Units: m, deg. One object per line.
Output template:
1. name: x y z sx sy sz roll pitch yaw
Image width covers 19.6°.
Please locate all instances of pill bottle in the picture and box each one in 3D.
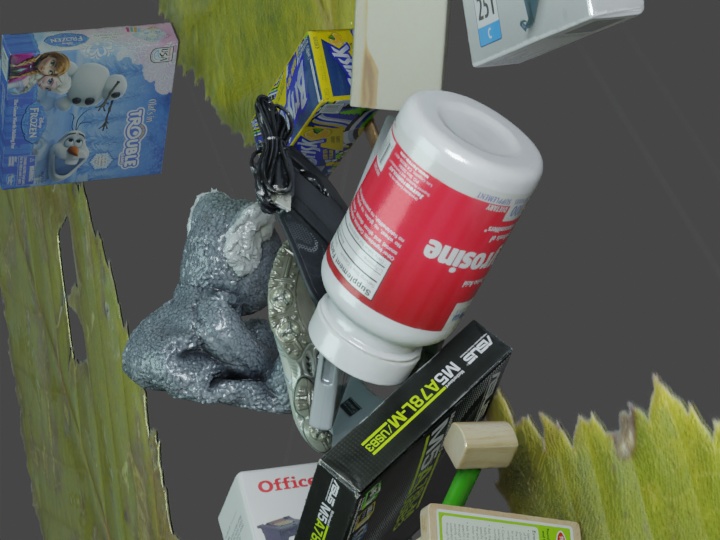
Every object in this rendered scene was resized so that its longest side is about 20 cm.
1. pill bottle: 0.041 -0.020 1.506 0.201 0.112 0.112 -62 35 26

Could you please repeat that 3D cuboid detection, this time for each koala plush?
1. koala plush: -0.132 0.022 2.029 0.177 0.182 0.202 -155 73 -68

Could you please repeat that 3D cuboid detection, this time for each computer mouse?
1. computer mouse: -0.038 -0.046 1.792 0.139 0.052 0.201 -94 -15 -48

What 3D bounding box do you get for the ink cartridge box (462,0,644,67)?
1. ink cartridge box: 0.119 -0.240 1.406 0.200 0.044 0.178 168 95 -70

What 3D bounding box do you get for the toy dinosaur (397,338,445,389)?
1. toy dinosaur: 0.044 0.053 1.704 0.201 0.047 0.088 102 147 -49

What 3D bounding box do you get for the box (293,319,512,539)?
1. box: 0.023 0.159 1.588 0.047 0.193 0.201 39 141 18

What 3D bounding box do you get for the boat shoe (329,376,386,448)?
1. boat shoe: 0.009 0.146 1.787 0.057 0.068 0.200 57 179 -21

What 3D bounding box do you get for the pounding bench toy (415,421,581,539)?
1. pounding bench toy: 0.069 0.224 1.512 0.156 0.123 0.201 137 136 -54

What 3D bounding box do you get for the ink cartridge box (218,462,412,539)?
1. ink cartridge box: -0.026 0.269 1.807 0.085 0.144 0.201 112 146 -50

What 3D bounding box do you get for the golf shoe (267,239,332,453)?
1. golf shoe: -0.051 0.071 1.932 0.097 0.078 0.202 148 116 -75

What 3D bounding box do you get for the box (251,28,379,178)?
1. box: -0.038 -0.143 1.845 0.200 0.064 0.071 133 128 -64

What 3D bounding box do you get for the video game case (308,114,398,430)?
1. video game case: 0.000 0.000 1.696 0.200 0.023 0.183 -70 -9 -53

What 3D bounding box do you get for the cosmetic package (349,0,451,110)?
1. cosmetic package: 0.034 -0.229 1.546 0.105 0.070 0.201 -80 -6 -61

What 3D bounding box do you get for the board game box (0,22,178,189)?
1. board game box: -0.320 -0.190 2.420 0.201 0.198 0.044 102 151 -42
